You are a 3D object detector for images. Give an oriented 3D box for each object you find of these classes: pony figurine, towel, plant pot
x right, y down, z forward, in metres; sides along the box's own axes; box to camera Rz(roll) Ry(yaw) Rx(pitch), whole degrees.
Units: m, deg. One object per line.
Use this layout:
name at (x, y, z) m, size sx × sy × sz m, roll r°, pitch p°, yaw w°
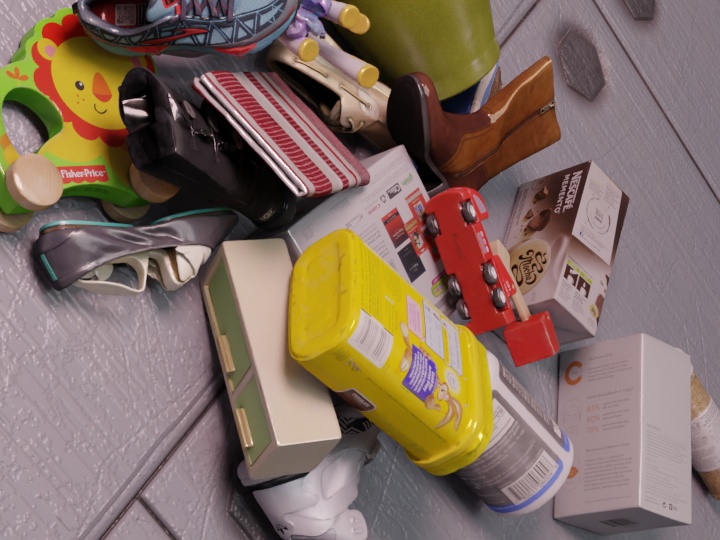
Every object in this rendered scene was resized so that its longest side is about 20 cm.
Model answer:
pony figurine at (-0.093, -0.251, 1.305) m, size 0.193 × 0.199 × 0.167 m, roll 11°, pitch 107°, yaw -56°
towel at (-0.068, -0.123, 1.259) m, size 0.144 × 0.023 × 0.200 m, roll 47°, pitch 16°, yaw 6°
plant pot at (0.056, -0.287, 1.476) m, size 0.201 × 0.199 × 0.194 m, roll -53°, pitch 125°, yaw -40°

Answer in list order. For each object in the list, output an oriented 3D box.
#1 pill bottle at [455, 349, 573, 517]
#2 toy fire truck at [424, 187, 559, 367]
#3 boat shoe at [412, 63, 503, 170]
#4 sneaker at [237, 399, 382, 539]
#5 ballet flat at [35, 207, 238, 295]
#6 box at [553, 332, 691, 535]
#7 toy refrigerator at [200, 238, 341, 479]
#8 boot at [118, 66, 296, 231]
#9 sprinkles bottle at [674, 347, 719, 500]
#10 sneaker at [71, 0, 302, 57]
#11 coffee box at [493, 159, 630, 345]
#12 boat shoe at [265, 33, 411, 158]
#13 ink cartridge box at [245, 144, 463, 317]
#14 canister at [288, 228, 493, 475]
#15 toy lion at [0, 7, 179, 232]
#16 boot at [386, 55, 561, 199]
pill bottle at (0.120, 0.152, 1.434) m, size 0.200 × 0.113 × 0.114 m, roll 47°, pitch 50°, yaw -22°
toy fire truck at (0.137, 0.007, 1.437) m, size 0.141 × 0.048 × 0.201 m, roll -20°, pitch 91°, yaw -66°
boat shoe at (0.123, -0.162, 1.568) m, size 0.072 × 0.072 × 0.201 m, roll 48°, pitch 54°, yaw -35°
sneaker at (-0.020, 0.193, 1.317) m, size 0.199 × 0.075 × 0.116 m, roll -26°, pitch 96°, yaw -40°
ballet flat at (-0.190, -0.013, 1.223) m, size 0.199 × 0.073 × 0.074 m, roll -7°, pitch 82°, yaw -39°
box at (0.300, 0.189, 1.585) m, size 0.097 × 0.124 × 0.201 m, roll 23°, pitch 62°, yaw -37°
toy refrigerator at (-0.086, 0.077, 1.244) m, size 0.070 × 0.076 × 0.201 m, roll -4°, pitch 63°, yaw -28°
boot at (-0.148, -0.129, 1.235) m, size 0.200 × 0.066 × 0.165 m, roll 23°, pitch 32°, yaw -56°
sprinkles bottle at (0.421, 0.193, 1.739) m, size 0.201 × 0.068 × 0.068 m, roll 55°, pitch 47°, yaw -16°
sneaker at (-0.149, -0.223, 1.186) m, size 0.096 × 0.198 × 0.080 m, roll 12°, pitch 70°, yaw -81°
coffee box at (0.224, -0.015, 1.587) m, size 0.080 × 0.113 × 0.201 m, roll 40°, pitch 53°, yaw -28°
boat shoe at (-0.017, -0.173, 1.442) m, size 0.200 × 0.072 × 0.065 m, roll 42°, pitch 61°, yaw -23°
ink cartridge box at (0.000, 0.000, 1.389) m, size 0.200 × 0.084 × 0.176 m, roll -38°, pitch 106°, yaw -43°
canister at (0.027, 0.072, 1.247) m, size 0.200 × 0.086 × 0.149 m, roll 42°, pitch 32°, yaw -34°
toy lion at (-0.252, -0.138, 1.214) m, size 0.199 × 0.068 × 0.193 m, roll -8°, pitch 75°, yaw -46°
boot at (0.130, -0.165, 1.449) m, size 0.199 × 0.068 × 0.189 m, roll -34°, pitch 129°, yaw -19°
